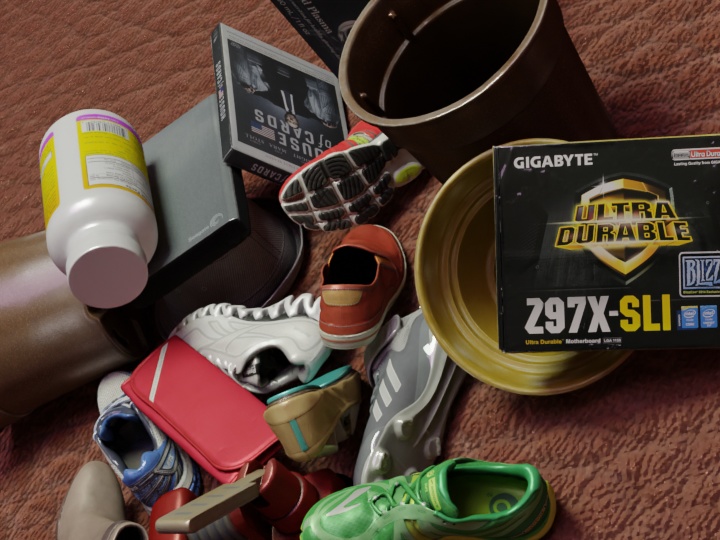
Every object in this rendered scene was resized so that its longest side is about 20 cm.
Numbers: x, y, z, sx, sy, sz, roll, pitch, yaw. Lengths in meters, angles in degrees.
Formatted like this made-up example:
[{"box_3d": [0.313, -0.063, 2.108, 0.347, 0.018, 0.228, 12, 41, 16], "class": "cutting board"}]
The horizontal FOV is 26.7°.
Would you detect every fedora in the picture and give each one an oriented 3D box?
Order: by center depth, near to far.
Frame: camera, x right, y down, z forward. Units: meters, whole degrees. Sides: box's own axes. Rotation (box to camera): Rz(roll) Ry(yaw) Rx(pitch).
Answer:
[{"box_3d": [-0.154, -0.019, 1.520, 0.198, 0.090, 0.178, 3, 58, 41], "class": "fedora"}]

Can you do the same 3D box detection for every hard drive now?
[{"box_3d": [-0.176, -0.070, 1.485, 0.139, 0.033, 0.201, -33, 40, 16], "class": "hard drive"}]

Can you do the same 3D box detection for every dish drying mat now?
[{"box_3d": [-0.141, 0.123, 1.352, 0.077, 0.018, 0.199, -41, 41, -16], "class": "dish drying mat"}]

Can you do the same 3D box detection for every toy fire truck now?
[{"box_3d": [-0.110, 0.208, 1.210, 0.174, 0.200, 0.130, -23, 44, 22], "class": "toy fire truck"}]

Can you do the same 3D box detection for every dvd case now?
[{"box_3d": [-0.078, -0.156, 1.535, 0.025, 0.149, 0.201, -49, 34, 32], "class": "dvd case"}]

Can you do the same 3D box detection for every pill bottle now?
[{"box_3d": [-0.246, -0.057, 1.427, 0.104, 0.104, 0.201, -32, 40, 13], "class": "pill bottle"}]

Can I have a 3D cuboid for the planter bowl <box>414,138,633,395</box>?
[{"box_3d": [0.148, -0.001, 1.236, 0.197, 0.083, 0.204, -1, 87, 13], "class": "planter bowl"}]

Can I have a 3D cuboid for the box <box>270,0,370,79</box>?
[{"box_3d": [0.042, -0.280, 1.495, 0.195, 0.200, 0.125, -9, 53, 34], "class": "box"}]

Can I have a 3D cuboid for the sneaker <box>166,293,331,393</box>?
[{"box_3d": [-0.109, 0.077, 1.408, 0.198, 0.075, 0.082, -12, 37, 33], "class": "sneaker"}]

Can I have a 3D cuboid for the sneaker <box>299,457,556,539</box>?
[{"box_3d": [0.049, 0.175, 1.153, 0.197, 0.084, 0.075, -11, 53, 1], "class": "sneaker"}]

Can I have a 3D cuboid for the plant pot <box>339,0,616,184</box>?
[{"box_3d": [0.114, -0.146, 1.312, 0.198, 0.198, 0.202, -21, 46, 23], "class": "plant pot"}]

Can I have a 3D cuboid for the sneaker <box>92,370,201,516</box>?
[{"box_3d": [-0.213, 0.147, 1.435, 0.077, 0.085, 0.200, -42, 40, 1], "class": "sneaker"}]

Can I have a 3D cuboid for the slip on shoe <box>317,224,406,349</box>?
[{"box_3d": [0.000, 0.000, 1.360, 0.073, 0.062, 0.200, -1, 24, 11], "class": "slip on shoe"}]

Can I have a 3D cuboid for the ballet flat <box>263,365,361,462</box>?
[{"box_3d": [-0.035, 0.124, 1.280, 0.068, 0.200, 0.064, -25, 87, 14], "class": "ballet flat"}]

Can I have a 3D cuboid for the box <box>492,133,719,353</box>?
[{"box_3d": [0.202, -0.019, 1.158, 0.197, 0.049, 0.162, -2, 89, 13], "class": "box"}]

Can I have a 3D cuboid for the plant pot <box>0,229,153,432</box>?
[{"box_3d": [-0.330, 0.047, 1.544, 0.196, 0.201, 0.202, -20, 45, 15], "class": "plant pot"}]

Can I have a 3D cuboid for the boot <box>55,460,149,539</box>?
[{"box_3d": [-0.218, 0.246, 1.322, 0.146, 0.069, 0.203, 134, 137, -57], "class": "boot"}]

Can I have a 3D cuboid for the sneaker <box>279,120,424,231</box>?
[{"box_3d": [0.003, -0.104, 1.468, 0.199, 0.078, 0.085, -30, 27, -19], "class": "sneaker"}]

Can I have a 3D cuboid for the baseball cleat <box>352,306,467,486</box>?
[{"box_3d": [0.032, 0.114, 1.286, 0.106, 0.070, 0.201, -1, 46, 46], "class": "baseball cleat"}]
